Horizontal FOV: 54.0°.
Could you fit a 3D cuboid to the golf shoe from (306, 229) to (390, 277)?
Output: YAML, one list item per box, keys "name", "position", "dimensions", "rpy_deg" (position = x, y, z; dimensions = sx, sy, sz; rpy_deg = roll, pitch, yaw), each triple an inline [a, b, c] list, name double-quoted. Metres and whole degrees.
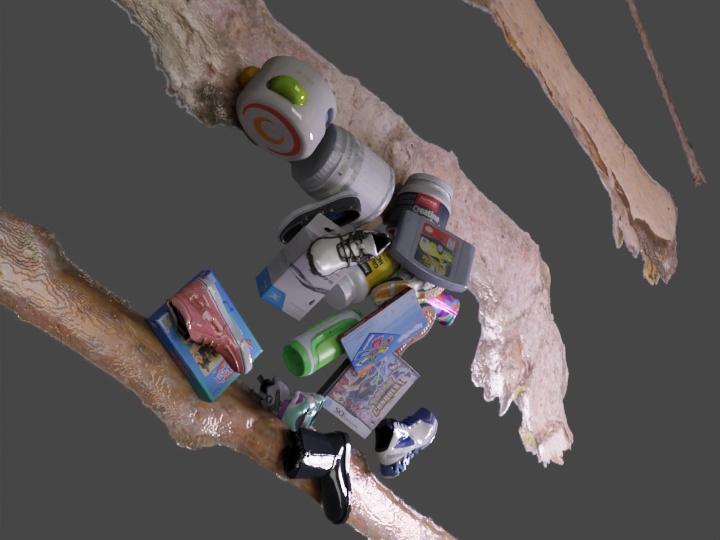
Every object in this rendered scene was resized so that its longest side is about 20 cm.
- name: "golf shoe"
  position: [-0.021, -0.045, 1.385]
  dimensions: [0.198, 0.093, 0.079]
  rpy_deg: [-24, 97, -47]

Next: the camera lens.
- name: "camera lens"
  position: [-0.033, -0.205, 1.540]
  dimensions: [0.199, 0.158, 0.163]
  rpy_deg: [33, 67, -36]

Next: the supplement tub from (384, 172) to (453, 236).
- name: "supplement tub"
  position: [0.139, -0.117, 1.709]
  dimensions: [0.140, 0.139, 0.203]
  rpy_deg: [35, 66, -36]

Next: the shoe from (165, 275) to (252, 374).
- name: "shoe"
  position: [-0.280, 0.119, 1.301]
  dimensions: [0.090, 0.071, 0.203]
  rpy_deg: [-34, 106, -37]

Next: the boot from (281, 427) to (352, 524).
- name: "boot"
  position: [-0.097, 0.439, 1.509]
  dimensions: [0.166, 0.075, 0.205]
  rpy_deg: [15, 72, -45]

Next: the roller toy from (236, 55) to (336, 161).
- name: "roller toy"
  position: [-0.147, -0.329, 1.426]
  dimensions: [0.141, 0.197, 0.183]
  rpy_deg: [-59, 134, -26]

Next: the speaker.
- name: "speaker"
  position: [-0.073, 0.156, 1.540]
  dimensions: [0.198, 0.087, 0.090]
  rpy_deg: [-26, 105, -40]

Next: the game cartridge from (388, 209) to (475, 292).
- name: "game cartridge"
  position: [0.163, -0.038, 1.590]
  dimensions: [0.197, 0.041, 0.135]
  rpy_deg: [27, 61, -12]

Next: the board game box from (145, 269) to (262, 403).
- name: "board game box"
  position: [-0.295, 0.126, 1.360]
  dimensions: [0.152, 0.044, 0.202]
  rpy_deg: [-45, 117, -35]

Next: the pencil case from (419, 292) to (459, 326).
- name: "pencil case"
  position: [0.165, 0.073, 1.766]
  dimensions: [0.198, 0.087, 0.090]
  rpy_deg: [25, 72, -40]

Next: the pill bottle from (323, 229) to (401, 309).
- name: "pill bottle"
  position: [0.000, 0.000, 1.594]
  dimensions: [0.199, 0.111, 0.114]
  rpy_deg: [-38, 113, -37]

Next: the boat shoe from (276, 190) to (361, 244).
- name: "boat shoe"
  position: [-0.085, -0.096, 1.471]
  dimensions: [0.070, 0.197, 0.067]
  rpy_deg: [60, 11, -45]

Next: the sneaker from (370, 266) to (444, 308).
- name: "sneaker"
  position: [0.097, 0.035, 1.605]
  dimensions: [0.197, 0.087, 0.077]
  rpy_deg: [-11, 123, -31]

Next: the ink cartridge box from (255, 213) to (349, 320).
- name: "ink cartridge box"
  position: [-0.107, -0.006, 1.446]
  dimensions: [0.115, 0.067, 0.200]
  rpy_deg: [33, 111, -35]

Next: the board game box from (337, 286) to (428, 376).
- name: "board game box"
  position: [0.052, 0.132, 1.543]
  dimensions: [0.198, 0.019, 0.104]
  rpy_deg: [-34, 115, -15]

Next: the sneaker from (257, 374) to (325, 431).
- name: "sneaker"
  position: [-0.154, 0.260, 1.457]
  dimensions: [0.079, 0.138, 0.200]
  rpy_deg: [-57, 167, -4]

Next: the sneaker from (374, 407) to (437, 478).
- name: "sneaker"
  position: [0.100, 0.387, 1.694]
  dimensions: [0.199, 0.080, 0.117]
  rpy_deg: [-42, 118, -34]

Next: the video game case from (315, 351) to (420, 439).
- name: "video game case"
  position: [0.017, 0.263, 1.600]
  dimensions: [0.201, 0.025, 0.181]
  rpy_deg: [-48, 122, -2]

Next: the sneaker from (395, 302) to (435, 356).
- name: "sneaker"
  position: [0.090, 0.140, 1.639]
  dimensions: [0.071, 0.080, 0.200]
  rpy_deg: [36, 105, -29]

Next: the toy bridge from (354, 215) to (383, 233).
- name: "toy bridge"
  position: [0.018, -0.103, 1.597]
  dimensions: [0.027, 0.067, 0.202]
  rpy_deg: [44, 19, -30]
